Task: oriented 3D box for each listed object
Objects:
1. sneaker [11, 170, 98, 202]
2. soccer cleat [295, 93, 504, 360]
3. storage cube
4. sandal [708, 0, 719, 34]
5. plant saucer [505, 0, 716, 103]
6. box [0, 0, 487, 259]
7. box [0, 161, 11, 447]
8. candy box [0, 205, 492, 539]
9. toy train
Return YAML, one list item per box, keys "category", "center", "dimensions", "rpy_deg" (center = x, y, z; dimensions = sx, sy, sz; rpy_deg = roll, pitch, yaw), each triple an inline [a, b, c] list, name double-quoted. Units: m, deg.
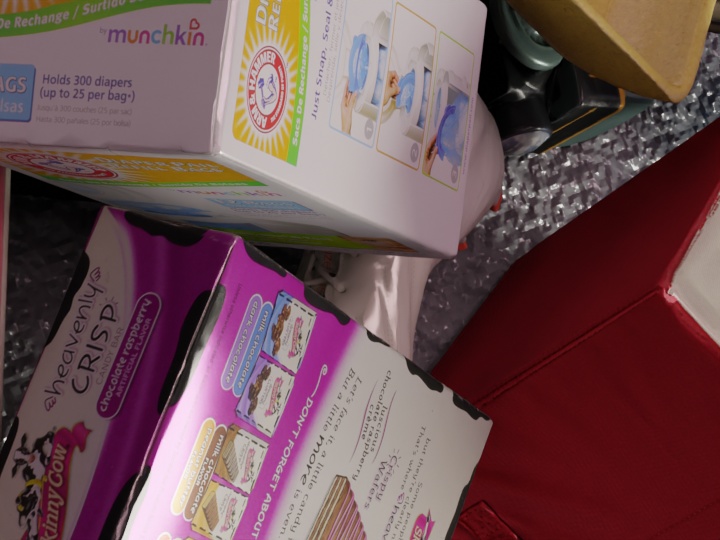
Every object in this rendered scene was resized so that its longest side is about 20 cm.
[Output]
- category: "sneaker"
  center: [-0.079, -0.079, 0.905]
  dimensions: [0.199, 0.060, 0.105]
  rpy_deg: [8, 80, -36]
- category: "soccer cleat"
  center: [0.000, 0.000, 0.907]
  dimensions: [0.200, 0.069, 0.078]
  rpy_deg: [-60, 146, -31]
- category: "storage cube"
  center: [0.144, 0.061, 0.900]
  dimensions: [0.171, 0.180, 0.200]
  rpy_deg: [47, 42, -7]
- category: "sandal"
  center: [0.187, -0.137, 0.993]
  dimensions: [0.200, 0.057, 0.080]
  rpy_deg: [26, 43, 10]
- category: "plant saucer"
  center: [0.071, -0.184, 0.910]
  dimensions: [0.200, 0.048, 0.200]
  rpy_deg: [42, 44, -21]
- category: "box"
  center: [-0.046, -0.072, 0.777]
  dimensions: [0.200, 0.112, 0.102]
  rpy_deg: [21, 75, -65]
- category: "box"
  center: [-0.193, 0.022, 0.760]
  dimensions: [0.109, 0.128, 0.201]
  rpy_deg: [10, 66, -28]
- category: "candy box"
  center: [-0.040, 0.078, 0.757]
  dimensions: [0.200, 0.061, 0.137]
  rpy_deg: [38, 70, -55]
- category: "toy train"
  center: [0.065, -0.145, 1.019]
  dimensions: [0.114, 0.085, 0.201]
  rpy_deg: [2, 67, -45]
